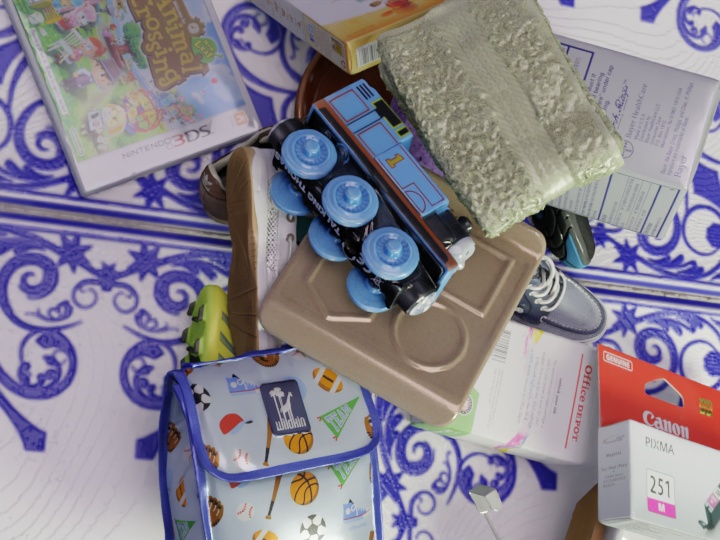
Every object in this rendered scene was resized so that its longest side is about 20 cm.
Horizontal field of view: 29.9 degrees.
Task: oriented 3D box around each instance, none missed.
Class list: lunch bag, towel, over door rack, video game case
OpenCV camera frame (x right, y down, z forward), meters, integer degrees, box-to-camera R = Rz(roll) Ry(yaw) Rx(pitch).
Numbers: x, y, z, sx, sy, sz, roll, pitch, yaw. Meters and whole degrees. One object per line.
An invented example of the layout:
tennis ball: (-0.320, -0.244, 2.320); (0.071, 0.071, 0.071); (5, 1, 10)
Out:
lunch bag: (-0.074, 0.165, 1.112); (0.169, 0.124, 0.201); (-7, 99, -29)
towel: (0.112, -0.139, 1.112); (0.148, 0.036, 0.201); (-29, 76, 1)
over door rack: (0.085, 0.307, 1.234); (0.147, 0.067, 0.201); (-31, 113, -21)
video game case: (-0.208, -0.190, 1.241); (0.181, 0.022, 0.201); (-22, 89, -21)

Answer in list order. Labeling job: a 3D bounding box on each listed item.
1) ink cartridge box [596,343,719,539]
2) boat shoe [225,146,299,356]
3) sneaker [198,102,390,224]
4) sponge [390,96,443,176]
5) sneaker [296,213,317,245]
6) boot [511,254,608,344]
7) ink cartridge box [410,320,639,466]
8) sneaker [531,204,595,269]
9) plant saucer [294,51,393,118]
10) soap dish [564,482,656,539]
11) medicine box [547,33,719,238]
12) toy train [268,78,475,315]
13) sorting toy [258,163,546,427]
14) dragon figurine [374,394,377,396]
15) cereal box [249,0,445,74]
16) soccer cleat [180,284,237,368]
ink cartridge box: (0.305, 0.171, 1.279); (0.199, 0.043, 0.174); (21, 62, -34)
boat shoe: (-0.073, -0.005, 1.159); (0.069, 0.071, 0.201); (-2, 95, -28)
sneaker: (-0.052, -0.104, 1.216); (0.199, 0.076, 0.071); (-30, 72, -10)
sponge: (0.065, -0.127, 1.260); (0.111, 0.030, 0.201); (36, 68, -48)
sneaker: (0.000, 0.000, 1.213); (0.199, 0.072, 0.080); (14, 46, 21)
boot: (0.167, 0.017, 1.304); (0.199, 0.090, 0.073); (22, 75, -15)
ink cartridge box: (0.160, 0.119, 1.298); (0.199, 0.067, 0.118); (18, 75, -15)
sneaker: (0.205, -0.102, 1.345); (0.082, 0.073, 0.201); (-16, 87, -20)
plant saucer: (0.030, -0.143, 1.313); (0.199, 0.032, 0.201); (3, 81, -20)
soap dish: (0.245, 0.314, 1.255); (0.157, 0.081, 0.200); (43, 50, -20)
medicine box: (0.202, -0.122, 1.211); (0.199, 0.182, 0.103); (19, 80, 9)
toy train: (0.011, -0.057, 1.103); (0.114, 0.087, 0.200); (-32, 74, -27)
sorting toy: (0.037, 0.011, 1.141); (0.185, 0.037, 0.200); (29, 65, 5)
dragon figurine: (-0.001, 0.063, 1.244); (0.200, 0.099, 0.059); (-47, 123, -28)
cereal box: (-0.005, -0.258, 1.245); (0.144, 0.200, 0.040); (-27, 134, -22)
soccer cleat: (-0.112, 0.112, 1.206); (0.083, 0.065, 0.201); (-5, 87, -19)
